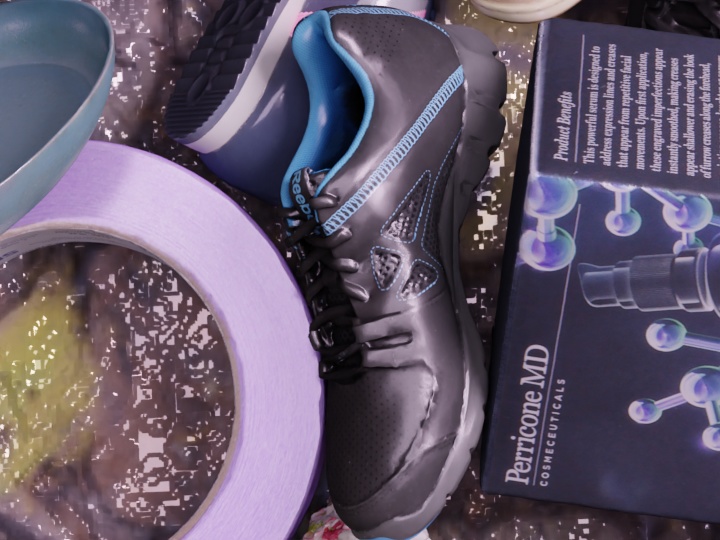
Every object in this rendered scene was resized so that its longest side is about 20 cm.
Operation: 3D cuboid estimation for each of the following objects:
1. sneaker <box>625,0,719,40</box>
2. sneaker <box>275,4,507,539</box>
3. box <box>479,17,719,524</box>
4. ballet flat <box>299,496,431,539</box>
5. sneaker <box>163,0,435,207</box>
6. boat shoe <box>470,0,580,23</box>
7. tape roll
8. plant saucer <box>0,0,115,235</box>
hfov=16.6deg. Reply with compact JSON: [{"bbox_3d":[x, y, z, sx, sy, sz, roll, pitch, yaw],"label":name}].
[{"bbox_3d":[0.131,-0.131,0.923,0.076,0.087,0.201,25,106,28],"label":"sneaker"},{"bbox_3d":[0.000,0.000,0.912,0.082,0.073,0.201,14,73,-39],"label":"sneaker"},{"bbox_3d":[0.152,0.007,0.909,0.199,0.107,0.149,7,127,2],"label":"box"},{"bbox_3d":[-0.004,0.158,0.913,0.076,0.064,0.201,-27,50,31],"label":"ballet flat"},{"bbox_3d":[0.006,-0.112,0.984,0.082,0.070,0.200,39,81,-26],"label":"sneaker"},{"bbox_3d":[0.088,-0.189,0.953,0.072,0.065,0.200,18,71,31],"label":"boat shoe"},{"bbox_3d":[-0.112,0.052,0.964,0.199,0.066,0.201,0,86,2],"label":"tape roll"},{"bbox_3d":[-0.176,-0.036,0.924,0.200,0.200,0.027,-29,118,-1],"label":"plant saucer"}]
